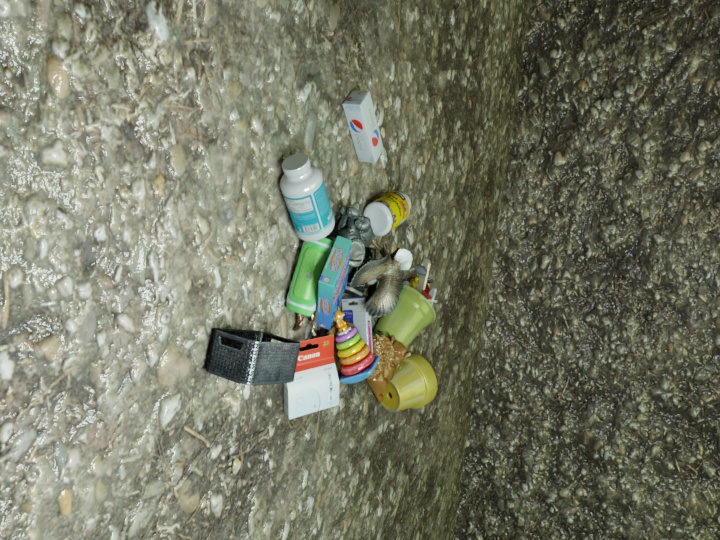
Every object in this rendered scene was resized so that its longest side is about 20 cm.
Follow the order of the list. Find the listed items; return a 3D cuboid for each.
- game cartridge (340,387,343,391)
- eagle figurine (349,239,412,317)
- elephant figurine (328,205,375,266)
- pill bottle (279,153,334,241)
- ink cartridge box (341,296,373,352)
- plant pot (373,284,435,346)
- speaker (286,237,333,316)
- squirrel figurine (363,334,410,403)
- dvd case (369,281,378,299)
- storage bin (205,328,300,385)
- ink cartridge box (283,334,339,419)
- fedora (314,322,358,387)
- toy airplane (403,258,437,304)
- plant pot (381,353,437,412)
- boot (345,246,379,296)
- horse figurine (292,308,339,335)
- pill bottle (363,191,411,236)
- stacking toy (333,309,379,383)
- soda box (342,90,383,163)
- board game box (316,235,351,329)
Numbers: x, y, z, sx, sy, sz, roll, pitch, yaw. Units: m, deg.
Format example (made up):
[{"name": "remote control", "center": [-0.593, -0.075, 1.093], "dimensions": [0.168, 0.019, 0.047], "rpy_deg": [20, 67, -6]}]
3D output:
[{"name": "game cartridge", "center": [-0.068, 0.305, 1.759], "dimensions": [0.202, 0.040, 0.136], "rpy_deg": [-58, 142, -38]}, {"name": "eagle figurine", "center": [0.062, 0.019, 1.653], "dimensions": [0.202, 0.147, 0.154], "rpy_deg": [-63, 172, -52]}, {"name": "elephant figurine", "center": [-0.053, -0.069, 1.584], "dimensions": [0.204, 0.152, 0.142], "rpy_deg": [-61, -178, -13]}, {"name": "pill bottle", "center": [-0.134, -0.182, 1.368], "dimensions": [0.112, 0.107, 0.204], "rpy_deg": [-56, 146, -37]}, {"name": "ink cartridge box", "center": [-0.010, 0.187, 1.716], "dimensions": [0.037, 0.092, 0.208], "rpy_deg": [-4, 89, -54]}, {"name": "plant pot", "center": [0.146, 0.188, 2.005], "dimensions": [0.186, 0.196, 0.203], "rpy_deg": [-51, 143, -25]}, {"name": "speaker", "center": [-0.132, 0.011, 1.453], "dimensions": [0.088, 0.086, 0.207], "rpy_deg": [18, 88, -63]}, {"name": "squirrel figurine", "center": [0.081, 0.302, 1.848], "dimensions": [0.185, 0.141, 0.202], "rpy_deg": [-37, 147, -15]}, {"name": "dvd case", "center": [0.051, 0.063, 1.853], "dimensions": [0.200, 0.017, 0.148], "rpy_deg": [56, 46, -83]}, {"name": "storage bin", "center": [-0.240, 0.196, 1.261], "dimensions": [0.199, 0.131, 0.097], "rpy_deg": [19, 83, -63]}, {"name": "ink cartridge box", "center": [-0.134, 0.293, 1.524], "dimensions": [0.155, 0.047, 0.208], "rpy_deg": [-9, 113, -27]}, {"name": "fedora", "center": [-0.080, 0.247, 1.641], "dimensions": [0.196, 0.080, 0.209], "rpy_deg": [-13, 108, -42]}, {"name": "toy airplane", "center": [0.222, 0.081, 2.147], "dimensions": [0.200, 0.136, 0.206], "rpy_deg": [117, -15, -61]}, {"name": "plant pot", "center": [0.165, 0.447, 2.126], "dimensions": [0.185, 0.197, 0.208], "rpy_deg": [-17, 116, -42]}, {"name": "boot", "center": [-0.001, 0.000, 1.738], "dimensions": [0.203, 0.071, 0.160], "rpy_deg": [13, 90, -71]}, {"name": "horse figurine", "center": [-0.121, 0.092, 1.554], "dimensions": [0.199, 0.049, 0.137], "rpy_deg": [-38, 122, -47]}, {"name": "pill bottle", "center": [0.095, -0.195, 1.826], "dimensions": [0.199, 0.106, 0.113], "rpy_deg": [-37, 132, -54]}, {"name": "stacking toy", "center": [-0.034, 0.201, 1.561], "dimensions": [0.205, 0.113, 0.110], "rpy_deg": [66, 24, -10]}, {"name": "soda box", "center": [0.011, -0.420, 1.627], "dimensions": [0.069, 0.062, 0.203], "rpy_deg": [-60, 148, -33]}, {"name": "board game box", "center": [-0.071, 0.035, 1.460], "dimensions": [0.203, 0.043, 0.155], "rpy_deg": [97, 11, -53]}]
